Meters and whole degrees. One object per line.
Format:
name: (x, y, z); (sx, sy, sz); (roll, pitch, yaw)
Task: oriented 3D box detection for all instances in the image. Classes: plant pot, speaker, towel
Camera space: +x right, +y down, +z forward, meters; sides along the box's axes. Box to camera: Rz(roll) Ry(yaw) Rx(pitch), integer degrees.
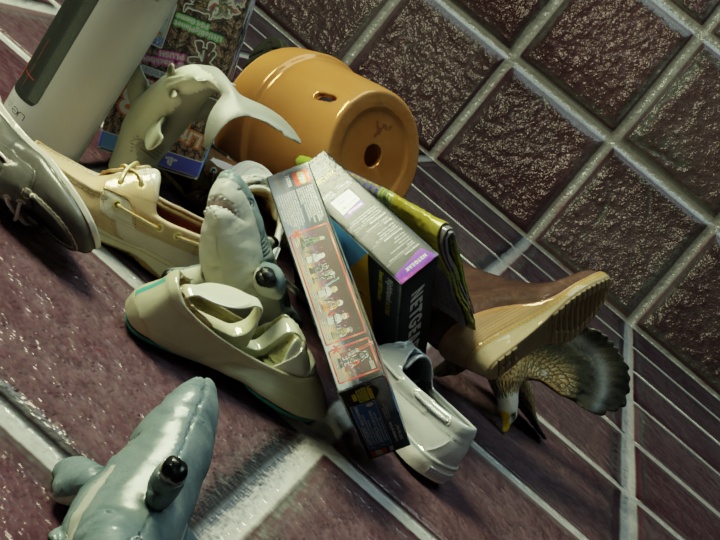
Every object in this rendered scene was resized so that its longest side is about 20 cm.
plant pot: (-0.034, -0.128, 1.353); (0.140, 0.201, 0.200); (16, -8, 44)
speaker: (-0.224, -0.185, 1.077); (0.081, 0.200, 0.081); (33, 16, -11)
towel: (0.026, -0.028, 1.214); (0.200, 0.023, 0.144); (31, -25, 36)

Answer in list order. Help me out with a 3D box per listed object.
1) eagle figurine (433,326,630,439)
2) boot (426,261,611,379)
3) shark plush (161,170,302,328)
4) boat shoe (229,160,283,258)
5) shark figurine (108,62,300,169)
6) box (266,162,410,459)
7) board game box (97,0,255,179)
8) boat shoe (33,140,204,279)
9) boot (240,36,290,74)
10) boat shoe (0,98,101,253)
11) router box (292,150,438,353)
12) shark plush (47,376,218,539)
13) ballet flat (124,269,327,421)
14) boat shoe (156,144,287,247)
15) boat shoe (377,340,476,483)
eagle figurine: (0.175, 0.108, 1.414); (0.200, 0.151, 0.152); (15, 15, -39)
boot: (0.135, 0.017, 1.296); (0.200, 0.073, 0.166); (-28, 50, -30)
shark plush: (-0.072, 0.003, 1.029); (0.200, 0.091, 0.084); (43, 46, -52)
boat shoe: (-0.095, -0.052, 1.163); (0.071, 0.070, 0.200); (26, 32, -13)
shark figurine: (-0.131, -0.135, 1.076); (0.089, 0.129, 0.214); (12, -17, -38)
box: (-0.017, 0.033, 1.016); (0.137, 0.040, 0.200); (71, -1, -59)
board game box: (-0.161, -0.214, 1.203); (0.097, 0.200, 0.160); (17, 24, -6)
boat shoe: (-0.181, -0.053, 1.033); (0.200, 0.069, 0.074); (34, 12, -25)
boot: (-0.067, -0.151, 1.493); (0.079, 0.212, 0.158); (-3, -10, 43)
boat shoe: (-0.262, -0.075, 0.942); (0.200, 0.057, 0.067); (48, -21, 23)
router box: (0.000, 0.000, 1.199); (0.149, 0.051, 0.200); (43, -21, 21)
shark plush: (-0.111, 0.110, 0.607); (0.091, 0.083, 0.200); (40, 12, 3)
ballet flat: (-0.081, 0.054, 0.953); (0.200, 0.070, 0.070); (30, 15, -39)
boat shoe: (-0.147, -0.085, 1.284); (0.200, 0.072, 0.068); (33, 13, 19)
boat shoe: (0.037, 0.100, 1.133); (0.072, 0.069, 0.200); (30, 14, -35)
